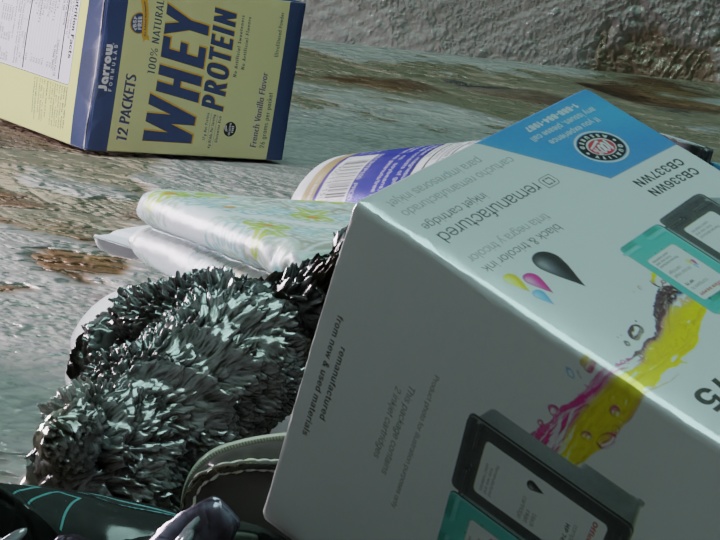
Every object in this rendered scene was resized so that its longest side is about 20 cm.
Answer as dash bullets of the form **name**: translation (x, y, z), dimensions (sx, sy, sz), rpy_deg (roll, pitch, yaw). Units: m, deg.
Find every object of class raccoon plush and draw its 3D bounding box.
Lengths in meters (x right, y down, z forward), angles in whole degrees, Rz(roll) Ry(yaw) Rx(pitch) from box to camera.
- **raccoon plush**: translation (-0.062, 0.036, 1.175), dimensions (0.097, 0.200, 0.134), rpy_deg (41, 10, -4)

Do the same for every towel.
- **towel**: translation (0.000, 0.000, 1.375), dimensions (0.171, 0.048, 0.200), rpy_deg (2, 9, -29)

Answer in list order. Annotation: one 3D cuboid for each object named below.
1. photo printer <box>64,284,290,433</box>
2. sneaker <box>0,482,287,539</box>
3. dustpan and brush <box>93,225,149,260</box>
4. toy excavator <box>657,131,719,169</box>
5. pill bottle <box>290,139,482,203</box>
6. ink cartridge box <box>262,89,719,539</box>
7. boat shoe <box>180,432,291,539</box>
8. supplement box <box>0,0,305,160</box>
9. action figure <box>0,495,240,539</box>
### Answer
- **photo printer**: translation (-0.040, 0.056, 1.349), dimensions (0.199, 0.070, 0.166), rpy_deg (7, 10, -11)
- **sneaker**: translation (-0.117, 0.113, 1.014), dimensions (0.200, 0.076, 0.079), rpy_deg (13, -3, -25)
- **dustpan and brush**: translation (-0.049, 0.006, 1.708), dimensions (0.139, 0.057, 0.200), rpy_deg (18, 20, 36)
- **toy excavator**: translation (0.275, -0.035, 2.105), dimensions (0.200, 0.100, 0.194), rpy_deg (12, 7, -42)
- **pill bottle**: translation (0.065, -0.011, 1.540), dimensions (0.200, 0.120, 0.120), rpy_deg (-3, 0, 42)
- **ink cartridge box**: translation (0.099, 0.061, 1.000), dimensions (0.200, 0.146, 0.147), rpy_deg (34, 37, 24)
- **boat shoe**: translation (0.021, 0.110, 1.098), dimensions (0.201, 0.072, 0.061), rpy_deg (13, 7, 11)
- **supplement box**: translation (-0.188, -0.178, 2.333), dimensions (0.200, 0.135, 0.200), rpy_deg (1, 13, -38)
- **action figure**: translation (-0.067, 0.129, 0.828), dimensions (0.069, 0.130, 0.200), rpy_deg (-32, 3, 9)
